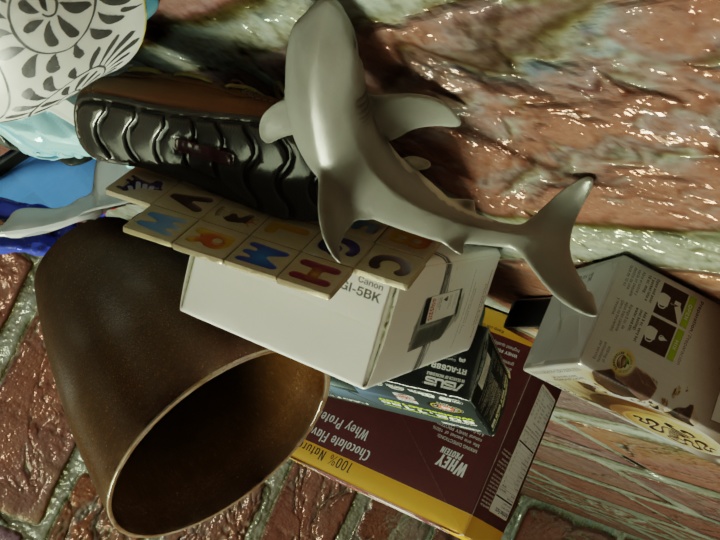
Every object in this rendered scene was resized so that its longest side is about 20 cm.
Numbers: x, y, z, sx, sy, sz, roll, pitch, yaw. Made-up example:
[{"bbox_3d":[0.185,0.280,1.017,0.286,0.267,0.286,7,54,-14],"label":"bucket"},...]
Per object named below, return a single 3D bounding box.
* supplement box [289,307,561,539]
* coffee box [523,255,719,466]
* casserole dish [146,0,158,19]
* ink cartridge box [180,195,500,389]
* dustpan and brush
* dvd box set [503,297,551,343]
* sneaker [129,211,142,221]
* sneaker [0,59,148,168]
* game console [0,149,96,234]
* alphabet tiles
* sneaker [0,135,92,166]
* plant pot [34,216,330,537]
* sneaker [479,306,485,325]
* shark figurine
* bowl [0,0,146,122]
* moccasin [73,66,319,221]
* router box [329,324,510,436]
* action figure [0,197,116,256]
[{"bbox_3d":[0.067,0.133,1.174,0.196,0.201,0.133,20,169,24],"label":"supplement box"},{"bbox_3d":[0.226,0.073,0.818,0.199,0.080,0.113,26,170,-7],"label":"coffee box"},{"bbox_3d":[-0.195,-0.164,0.725,0.121,0.039,0.200,29,169,-24],"label":"casserole dish"},{"bbox_3d":[-0.008,0.005,0.833,0.146,0.084,0.200,21,-168,22],"label":"ink cartridge box"},{"bbox_3d":[-0.175,-0.058,0.898,0.198,0.058,0.139,-5,-178,-21],"label":"dustpan and brush"},{"bbox_3d":[0.230,0.078,0.983,0.199,0.030,0.146,28,170,-16],"label":"dvd box set"},{"bbox_3d":[-0.138,0.003,1.093,0.199,0.117,0.075,-4,170,37],"label":"sneaker"},{"bbox_3d":[-0.197,-0.107,0.841,0.199,0.074,0.082,27,140,-5],"label":"sneaker"},{"bbox_3d":[-0.224,-0.065,1.086,0.170,0.119,0.200,24,171,7],"label":"game console"},{"bbox_3d":[-0.046,-0.041,0.747,0.198,0.006,0.166,18,-148,16],"label":"alphabet tiles"},{"bbox_3d":[-0.271,-0.138,0.893,0.199,0.075,0.085,19,-160,-19],"label":"sneaker"},{"bbox_3d":[-0.154,0.059,0.905,0.200,0.187,0.187,47,-177,29],"label":"plant pot"},{"bbox_3d":[0.000,0.000,1.035,0.198,0.078,0.140,9,163,26],"label":"sneaker"},{"bbox_3d":[0.019,-0.035,0.640,0.214,0.090,0.128,35,142,-26],"label":"shark figurine"},{"bbox_3d":[-0.215,-0.135,0.600,0.199,0.095,0.201,20,152,11],"label":"bowl"},{"bbox_3d":[-0.073,-0.081,0.740,0.200,0.078,0.074,11,128,20],"label":"moccasin"},{"bbox_3d":[0.016,0.074,1.005,0.198,0.063,0.150,12,166,17],"label":"router box"},{"bbox_3d":[-0.240,-0.032,1.027,0.098,0.066,0.199,-3,171,31],"label":"action figure"}]
